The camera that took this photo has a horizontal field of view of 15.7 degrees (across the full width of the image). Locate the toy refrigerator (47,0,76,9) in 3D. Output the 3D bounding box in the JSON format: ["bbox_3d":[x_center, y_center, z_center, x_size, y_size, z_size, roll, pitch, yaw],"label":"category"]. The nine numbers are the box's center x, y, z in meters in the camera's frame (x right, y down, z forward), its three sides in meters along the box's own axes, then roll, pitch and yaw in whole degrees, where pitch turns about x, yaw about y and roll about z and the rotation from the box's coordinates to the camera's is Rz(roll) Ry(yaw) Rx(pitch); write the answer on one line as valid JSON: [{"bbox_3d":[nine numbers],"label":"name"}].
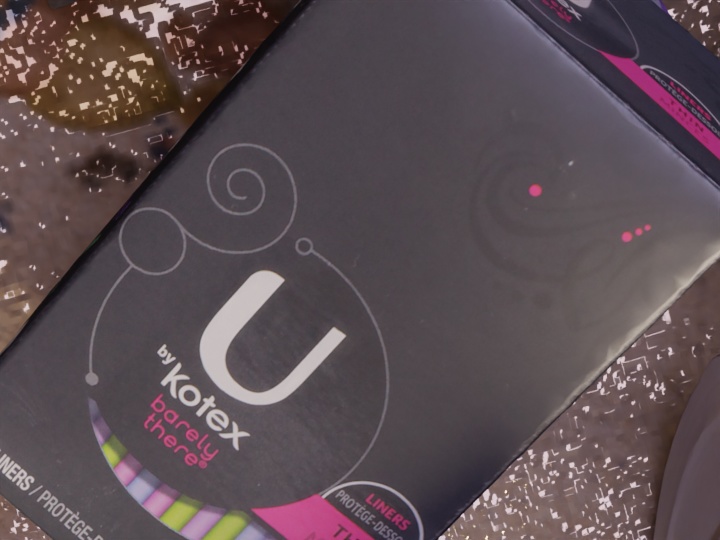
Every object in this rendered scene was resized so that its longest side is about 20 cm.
[{"bbox_3d":[-0.093,-0.183,0.754,0.070,0.076,0.200,-23,94,-10],"label":"toy refrigerator"}]

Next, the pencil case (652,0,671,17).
[{"bbox_3d":[0.039,-0.092,0.781,0.085,0.084,0.200,-40,100,-46],"label":"pencil case"}]

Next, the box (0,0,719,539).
[{"bbox_3d":[0.000,0.000,0.714,0.122,0.106,0.200,40,112,-5],"label":"box"}]

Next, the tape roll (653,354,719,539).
[{"bbox_3d":[0.141,0.120,0.739,0.071,0.202,0.203,0,91,-11],"label":"tape roll"}]
